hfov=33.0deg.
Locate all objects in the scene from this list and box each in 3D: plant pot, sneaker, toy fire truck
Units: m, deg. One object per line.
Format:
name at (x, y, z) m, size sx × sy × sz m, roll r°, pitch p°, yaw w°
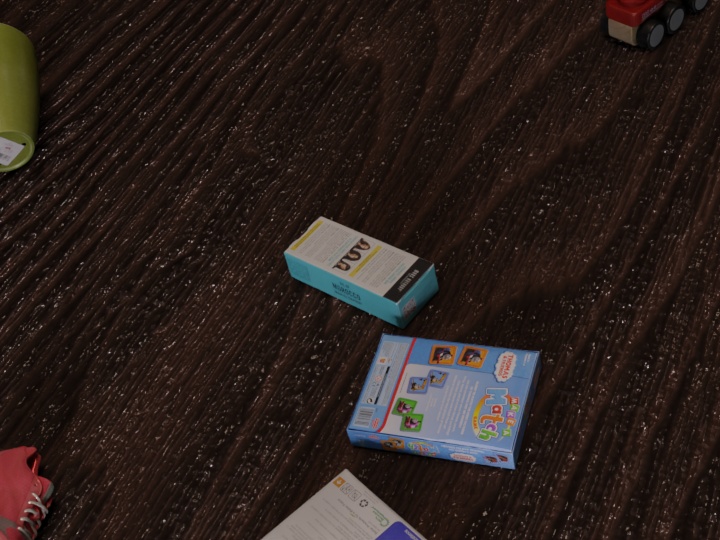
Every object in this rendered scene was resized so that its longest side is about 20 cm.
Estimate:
plant pot at (-0.593, -0.262, 1.965) m, size 0.186 × 0.188 × 0.201 m, roll -21°, pitch 59°, yaw -7°
sneaker at (-0.398, 0.277, 1.417) m, size 0.086 × 0.074 × 0.201 m, roll -21°, pitch 44°, yaw -8°
toy fire truck at (0.435, -0.471, 1.856) m, size 0.176 × 0.201 × 0.128 m, roll -38°, pitch 48°, yaw -22°

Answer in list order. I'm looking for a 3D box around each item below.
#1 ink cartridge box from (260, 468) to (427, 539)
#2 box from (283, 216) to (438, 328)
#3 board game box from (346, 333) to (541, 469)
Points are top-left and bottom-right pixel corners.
ink cartridge box at (-0.024, 0.332, 1.282) m, size 0.199 × 0.047 × 0.197 m, roll -38°, pitch 49°, yaw -20°
box at (0.000, 0.000, 1.606) m, size 0.199 × 0.049 × 0.082 m, roll 24°, pitch 56°, yaw 34°
board game box at (0.101, 0.151, 1.435) m, size 0.198 × 0.037 × 0.152 m, roll 5°, pitch 47°, yaw 21°
